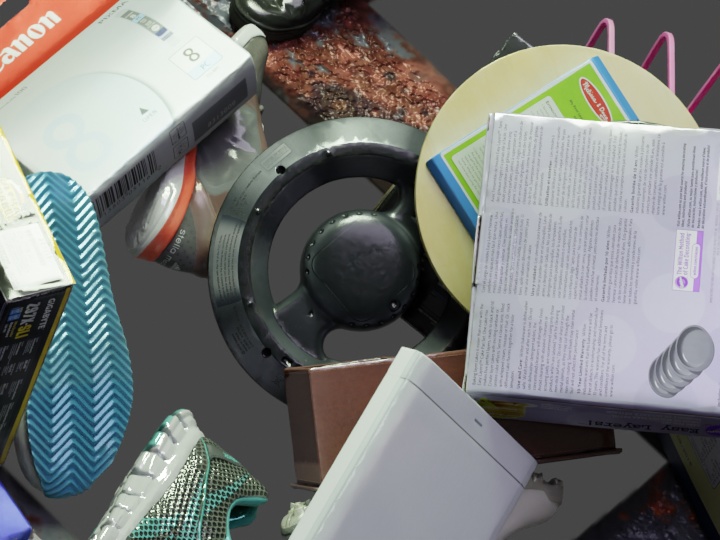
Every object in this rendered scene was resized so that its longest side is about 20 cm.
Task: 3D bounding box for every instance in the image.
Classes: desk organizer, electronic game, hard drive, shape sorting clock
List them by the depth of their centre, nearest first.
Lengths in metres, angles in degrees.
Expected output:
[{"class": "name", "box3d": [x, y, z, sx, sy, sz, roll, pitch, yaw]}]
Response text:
[{"class": "hard drive", "box3d": [0.018, 0.164, 1.645, 0.132, 0.027, 0.200, 44, 70, -38]}, {"class": "desk organizer", "box3d": [0.056, 0.089, 1.747, 0.200, 0.072, 0.077, -6, 90, -15]}, {"class": "shape sorting clock", "box3d": [0.133, -0.047, 1.786, 0.200, 0.039, 0.200, 0, 85, -4]}, {"class": "electronic game", "box3d": [0.000, 0.000, 1.797, 0.200, 0.042, 0.200, 0, 87, -8]}]

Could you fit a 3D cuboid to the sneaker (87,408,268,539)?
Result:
[{"class": "sneaker", "box3d": [-0.118, 0.173, 1.651, 0.091, 0.078, 0.200, 33, 50, -2]}]

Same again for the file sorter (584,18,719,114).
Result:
[{"class": "file sorter", "box3d": [0.240, -0.078, 1.959, 0.200, 0.125, 0.139, 15, 51, -13]}]

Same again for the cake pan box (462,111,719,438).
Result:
[{"class": "cake pan box", "box3d": [0.161, -0.002, 1.706, 0.184, 0.052, 0.200, 4, 70, 3]}]

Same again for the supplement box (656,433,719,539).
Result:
[{"class": "supplement box", "box3d": [0.328, 0.076, 1.819, 0.200, 0.200, 0.134, -12, 61, -23]}]

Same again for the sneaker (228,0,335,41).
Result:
[{"class": "sneaker", "box3d": [-0.004, -0.239, 1.989, 0.200, 0.104, 0.060, -27, 69, -36]}]

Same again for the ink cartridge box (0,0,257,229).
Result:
[{"class": "ink cartridge box", "box3d": [-0.192, -0.134, 1.813, 0.200, 0.047, 0.160, 38, 68, 22]}]

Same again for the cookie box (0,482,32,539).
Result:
[{"class": "cookie box", "box3d": [-0.318, 0.123, 1.597, 0.171, 0.075, 0.200, -23, 66, -35]}]

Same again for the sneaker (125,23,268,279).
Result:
[{"class": "sneaker", "box3d": [-0.092, -0.073, 1.857, 0.082, 0.077, 0.200, 29, 58, -13]}]

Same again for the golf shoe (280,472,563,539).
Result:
[{"class": "golf shoe", "box3d": [0.044, 0.178, 1.732, 0.200, 0.078, 0.097, -8, 86, -31]}]

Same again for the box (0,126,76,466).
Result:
[{"class": "box", "box3d": [-0.240, 0.006, 1.638, 0.049, 0.200, 0.160, -15, 61, -30]}]

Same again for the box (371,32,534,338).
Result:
[{"class": "box", "box3d": [0.119, -0.021, 1.840, 0.200, 0.050, 0.199, 38, 89, 8]}]

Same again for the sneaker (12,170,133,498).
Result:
[{"class": "sneaker", "box3d": [-0.196, 0.044, 1.714, 0.076, 0.081, 0.200, 3, 74, -36]}]
